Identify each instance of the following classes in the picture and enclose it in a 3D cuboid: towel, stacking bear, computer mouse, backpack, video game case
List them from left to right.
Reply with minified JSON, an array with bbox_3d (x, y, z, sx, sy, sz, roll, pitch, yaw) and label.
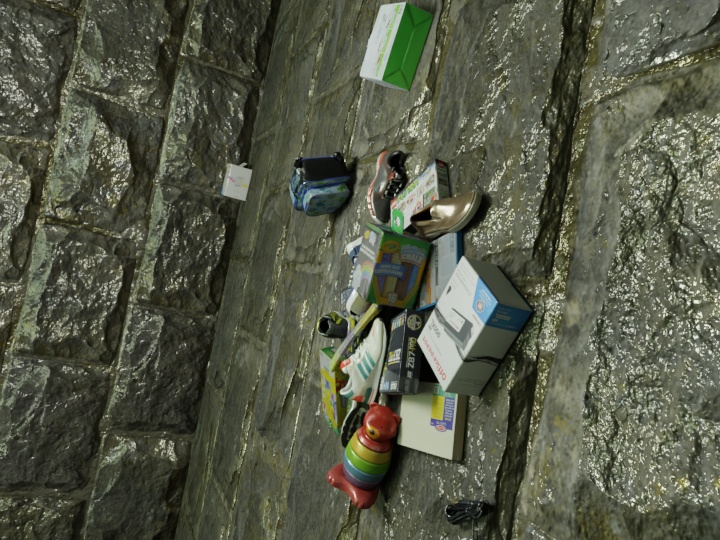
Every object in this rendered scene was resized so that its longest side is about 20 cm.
[{"bbox_3d":[-0.134,-0.258,1.732,0.200,0.179,0.150,-44,61,63],"label":"backpack"},{"bbox_3d":[-0.003,0.141,1.293,0.201,0.023,0.144,-54,0,12],"label":"towel"},{"bbox_3d":[0.022,0.390,1.197,0.120,0.113,0.204,29,110,25],"label":"stacking bear"},{"bbox_3d":[0.156,0.009,1.195,0.199,0.017,0.147,-30,54,58],"label":"video game case"},{"bbox_3d":[0.178,0.491,0.910,0.109,0.043,0.205,-32,51,55],"label":"computer mouse"}]

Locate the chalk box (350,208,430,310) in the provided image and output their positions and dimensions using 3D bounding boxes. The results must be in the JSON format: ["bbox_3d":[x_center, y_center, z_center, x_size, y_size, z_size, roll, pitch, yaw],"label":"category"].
[{"bbox_3d":[0.070,-0.033,1.227,0.124,0.121,0.205,-138,62,-66],"label":"chalk box"}]

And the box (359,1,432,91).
[{"bbox_3d":[0.092,-0.617,1.510,0.176,0.095,0.204,45,120,61],"label":"box"}]

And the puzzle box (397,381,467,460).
[{"bbox_3d":[0.140,0.294,1.094,0.199,0.025,0.137,-15,65,62],"label":"puzzle box"}]

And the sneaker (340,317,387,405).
[{"bbox_3d":[0.004,0.202,1.226,0.070,0.091,0.205,-102,22,-77],"label":"sneaker"}]

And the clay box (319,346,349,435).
[{"bbox_3d":[-0.066,0.317,1.446,0.114,0.047,0.205,-158,62,-64],"label":"clay box"}]

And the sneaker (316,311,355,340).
[{"bbox_3d":[-0.083,0.142,1.456,0.199,0.083,0.076,-7,73,64],"label":"sneaker"}]

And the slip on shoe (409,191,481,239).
[{"bbox_3d":[0.174,-0.122,1.149,0.199,0.060,0.077,-20,43,64],"label":"slip on shoe"}]

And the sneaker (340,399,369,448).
[{"bbox_3d":[-0.005,0.335,1.348,0.088,0.075,0.205,-179,105,-77],"label":"sneaker"}]

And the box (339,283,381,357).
[{"bbox_3d":[-0.001,0.123,1.443,0.160,0.043,0.205,-41,45,51],"label":"box"}]

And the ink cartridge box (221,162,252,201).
[{"bbox_3d":[-0.689,-0.508,3.049,0.128,0.123,0.205,26,103,64],"label":"ink cartridge box"}]

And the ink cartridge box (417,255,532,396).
[{"bbox_3d":[0.199,0.102,0.989,0.203,0.082,0.146,-66,28,25],"label":"ink cartridge box"}]

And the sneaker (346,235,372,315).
[{"bbox_3d":[0.000,0.000,1.386,0.146,0.080,0.202,35,90,43],"label":"sneaker"}]

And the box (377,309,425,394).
[{"bbox_3d":[0.086,0.180,1.164,0.200,0.048,0.165,128,149,-75],"label":"box"}]

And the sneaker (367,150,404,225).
[{"bbox_3d":[0.073,-0.221,1.408,0.081,0.076,0.205,-9,72,56],"label":"sneaker"}]

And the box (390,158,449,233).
[{"bbox_3d":[0.136,-0.160,1.290,0.200,0.034,0.113,-39,45,53],"label":"box"}]
